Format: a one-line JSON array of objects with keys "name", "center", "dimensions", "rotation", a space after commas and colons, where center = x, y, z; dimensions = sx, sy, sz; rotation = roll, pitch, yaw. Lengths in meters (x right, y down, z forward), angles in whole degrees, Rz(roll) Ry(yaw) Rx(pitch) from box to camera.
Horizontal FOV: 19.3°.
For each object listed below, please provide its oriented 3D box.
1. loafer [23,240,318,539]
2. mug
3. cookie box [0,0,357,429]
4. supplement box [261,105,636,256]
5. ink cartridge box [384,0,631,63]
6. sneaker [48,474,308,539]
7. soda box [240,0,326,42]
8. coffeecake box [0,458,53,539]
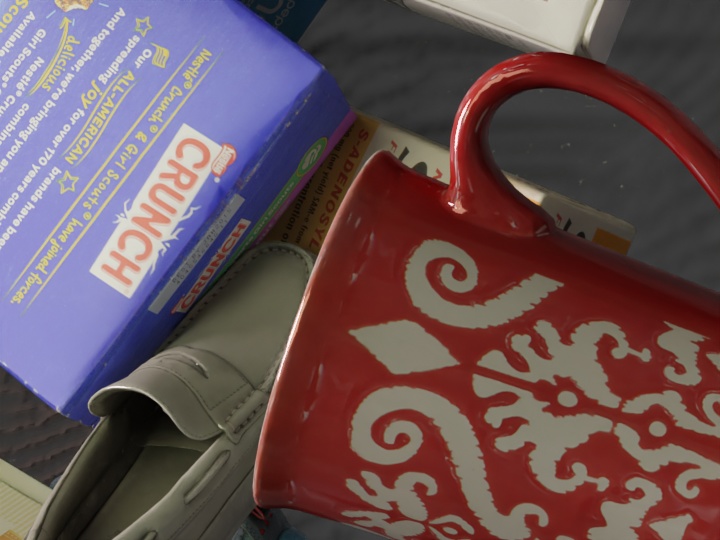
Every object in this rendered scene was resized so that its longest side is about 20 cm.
[{"name": "loafer", "center": [-0.066, 0.061, 0.792], "dimensions": [0.070, 0.070, 0.200], "rotation": [3, 49, 30]}, {"name": "mug", "center": [0.081, 0.038, 0.719], "dimensions": [0.199, 0.178, 0.134], "rotation": [20, 46, 7]}, {"name": "cookie box", "center": [-0.131, -0.062, 0.856], "dimensions": [0.200, 0.075, 0.171], "rotation": [38, 90, 15]}, {"name": "supplement box", "center": [0.000, 0.000, 0.893], "dimensions": [0.200, 0.073, 0.126], "rotation": [25, 95, 40]}, {"name": "ink cartridge box", "center": [0.030, -0.181, 0.865], "dimensions": [0.200, 0.083, 0.147], "rotation": [23, 92, 13]}, {"name": "sneaker", "center": [-0.115, 0.125, 0.927], "dimensions": [0.200, 0.096, 0.079], "rotation": [-20, 28, 27]}, {"name": "soda box", "center": [-0.064, -0.133, 0.984], "dimensions": [0.200, 0.068, 0.064], "rotation": [-53, 53, 15]}, {"name": "coffeecake box", "center": [-0.148, 0.190, 0.881], "dimensions": [0.153, 0.073, 0.201], "rotation": [27, 124, 23]}]
